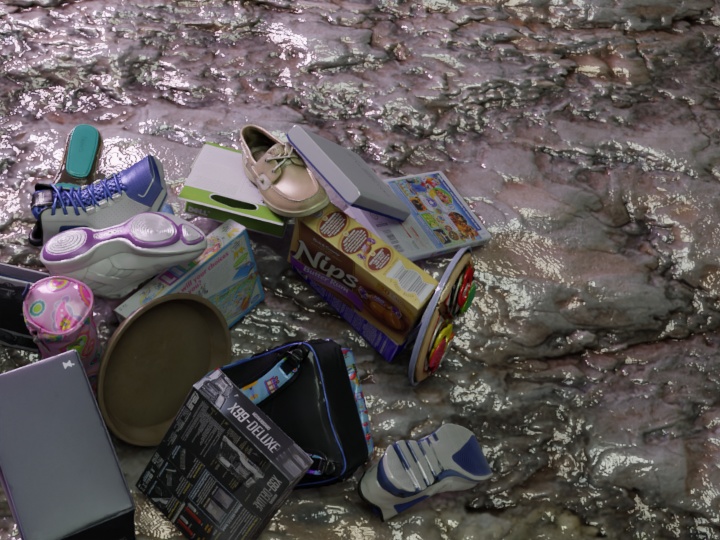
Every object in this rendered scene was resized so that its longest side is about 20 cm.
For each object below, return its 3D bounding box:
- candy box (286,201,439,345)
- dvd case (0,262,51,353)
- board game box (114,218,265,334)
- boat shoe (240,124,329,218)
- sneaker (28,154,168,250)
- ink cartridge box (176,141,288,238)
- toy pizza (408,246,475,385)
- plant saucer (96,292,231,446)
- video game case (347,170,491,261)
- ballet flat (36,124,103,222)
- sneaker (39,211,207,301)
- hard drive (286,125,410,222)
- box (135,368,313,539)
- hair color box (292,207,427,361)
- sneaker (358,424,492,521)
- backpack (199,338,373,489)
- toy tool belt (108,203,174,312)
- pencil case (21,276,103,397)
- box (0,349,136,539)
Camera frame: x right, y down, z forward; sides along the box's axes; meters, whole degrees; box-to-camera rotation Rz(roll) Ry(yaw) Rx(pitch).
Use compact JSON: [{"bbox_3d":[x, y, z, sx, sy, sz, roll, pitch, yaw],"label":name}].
[{"bbox_3d":[0.000,0.000,1.319,0.200,0.117,0.056,36,62,9],"label":"candy box"},{"bbox_3d":[-0.485,0.035,1.244,0.199,0.150,0.025,14,50,-5],"label":"dvd case"},{"bbox_3d":[-0.217,0.043,1.308,0.034,0.135,0.200,28,55,32],"label":"board game box"},{"bbox_3d":[-0.107,-0.132,1.303,0.072,0.065,0.200,-26,39,-16],"label":"boat shoe"},{"bbox_3d":[-0.343,-0.076,1.246,0.199,0.115,0.081,-37,49,17],"label":"sneaker"},{"bbox_3d":[-0.170,-0.093,1.376,0.147,0.076,0.200,15,28,-3],"label":"ink cartridge box"},{"bbox_3d":[0.116,0.064,1.332,0.032,0.200,0.200,22,58,13],"label":"toy pizza"},{"bbox_3d":[-0.246,0.121,1.243,0.029,0.200,0.200,22,52,40],"label":"plant saucer"},{"bbox_3d":[0.084,-0.080,1.471,0.200,0.018,0.143,-13,58,-38],"label":"video game case"},{"bbox_3d":[-0.400,-0.109,1.393,0.068,0.067,0.200,17,60,-10],"label":"ballet flat"},{"bbox_3d":[-0.284,-0.014,1.230,0.199,0.100,0.075,-7,45,2],"label":"sneaker"},{"bbox_3d":[-0.012,-0.127,1.353,0.025,0.200,0.132,-46,72,13],"label":"hard drive"},{"bbox_3d":[-0.164,0.239,1.173,0.158,0.200,0.050,41,34,12],"label":"box"},{"bbox_3d":[0.012,0.019,1.415,0.200,0.065,0.109,45,62,12],"label":"hair color box"},{"bbox_3d":[0.066,0.260,1.276,0.199,0.115,0.081,2,58,-47],"label":"sneaker"},{"bbox_3d":[-0.104,0.188,1.243,0.200,0.134,0.183,-19,84,22],"label":"backpack"},{"bbox_3d":[-0.289,-0.040,1.345,0.124,0.123,0.201,0,61,-13],"label":"toy tool belt"},{"bbox_3d":[-0.357,0.088,1.213,0.087,0.200,0.088,3,58,-5],"label":"pencil case"},{"bbox_3d":[-0.343,0.230,1.138,0.123,0.199,0.200,-19,66,-21],"label":"box"}]
